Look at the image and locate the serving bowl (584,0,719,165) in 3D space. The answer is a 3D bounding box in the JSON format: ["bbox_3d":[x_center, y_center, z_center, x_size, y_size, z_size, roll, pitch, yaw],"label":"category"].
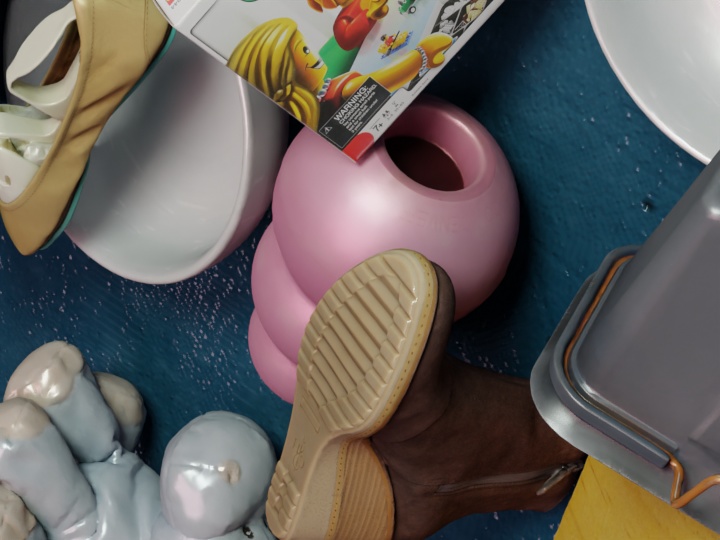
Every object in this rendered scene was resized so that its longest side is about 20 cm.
[{"bbox_3d":[0.194,-0.132,0.910,0.200,0.066,0.200,19,126,29],"label":"serving bowl"}]

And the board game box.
[{"bbox_3d":[0.019,-0.157,0.959,0.200,0.126,0.035,-48,40,10],"label":"board game box"}]

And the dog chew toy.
[{"bbox_3d":[0.000,0.000,1.101,0.125,0.124,0.200,47,139,14],"label":"dog chew toy"}]

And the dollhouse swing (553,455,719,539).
[{"bbox_3d":[0.210,0.164,1.048,0.182,0.175,0.200,-106,27,-52],"label":"dollhouse swing"}]

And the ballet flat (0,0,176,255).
[{"bbox_3d":[-0.161,-0.085,1.118,0.200,0.063,0.069,-54,38,38],"label":"ballet flat"}]

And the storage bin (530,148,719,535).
[{"bbox_3d":[0.190,0.037,0.902,0.200,0.146,0.134,31,134,6],"label":"storage bin"}]

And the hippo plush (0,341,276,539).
[{"bbox_3d":[-0.132,0.148,1.228,0.161,0.159,0.200,9,95,25],"label":"hippo plush"}]

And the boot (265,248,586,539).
[{"bbox_3d":[0.051,0.059,1.048,0.072,0.166,0.200,62,144,35],"label":"boot"}]

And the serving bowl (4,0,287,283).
[{"bbox_3d":[-0.106,-0.097,1.163,0.200,0.066,0.200,17,115,41],"label":"serving bowl"}]
